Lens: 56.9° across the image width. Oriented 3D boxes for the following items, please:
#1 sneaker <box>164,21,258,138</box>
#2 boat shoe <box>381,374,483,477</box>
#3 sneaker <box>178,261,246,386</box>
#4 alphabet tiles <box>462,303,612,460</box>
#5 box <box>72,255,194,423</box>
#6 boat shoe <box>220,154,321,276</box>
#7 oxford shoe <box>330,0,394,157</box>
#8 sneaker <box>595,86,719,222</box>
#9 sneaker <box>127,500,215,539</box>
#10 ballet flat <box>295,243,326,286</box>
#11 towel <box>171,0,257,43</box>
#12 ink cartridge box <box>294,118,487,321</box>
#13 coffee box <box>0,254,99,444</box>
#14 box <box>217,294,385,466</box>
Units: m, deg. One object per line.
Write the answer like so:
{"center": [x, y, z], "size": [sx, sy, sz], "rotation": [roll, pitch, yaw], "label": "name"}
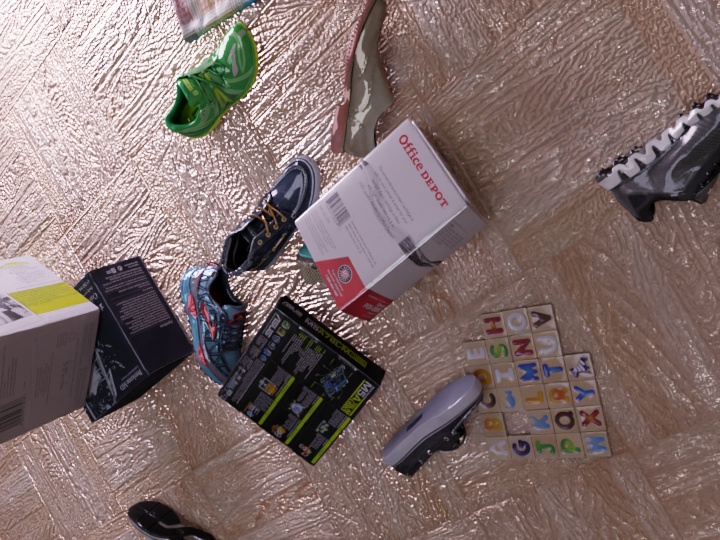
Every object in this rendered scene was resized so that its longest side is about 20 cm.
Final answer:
{"center": [-0.216, -0.266, 0.963], "size": [0.074, 0.083, 0.200], "rotation": [49, 119, 10], "label": "sneaker"}
{"center": [0.109, 0.223, 0.914], "size": [0.066, 0.070, 0.200], "rotation": [39, 117, -5], "label": "boat shoe"}
{"center": [-0.221, 0.087, 1.058], "size": [0.094, 0.079, 0.205], "rotation": [-18, 94, 29], "label": "sneaker"}
{"center": [0.223, 0.148, 0.862], "size": [0.164, 0.008, 0.206], "rotation": [-11, 97, 31], "label": "alphabet tiles"}
{"center": [-0.426, 0.119, 1.158], "size": [0.199, 0.123, 0.199], "rotation": [-36, 86, 31], "label": "box"}
{"center": [-0.129, -0.073, 0.957], "size": [0.071, 0.090, 0.202], "rotation": [40, 118, 14], "label": "boat shoe"}
{"center": [0.014, -0.247, 0.858], "size": [0.072, 0.071, 0.205], "rotation": [14, 114, 3], "label": "oxford shoe"}
{"center": [0.351, -0.121, 0.691], "size": [0.199, 0.066, 0.091], "rotation": [-38, 86, 35], "label": "sneaker"}
{"center": [-0.364, 0.527, 1.249], "size": [0.196, 0.075, 0.118], "rotation": [22, 110, 21], "label": "sneaker"}
{"center": [0.000, 0.000, 0.924], "size": [0.195, 0.068, 0.077], "rotation": [1, 123, 29], "label": "ballet flat"}
{"center": [-0.207, -0.438, 0.952], "size": [0.196, 0.022, 0.150], "rotation": [-17, 93, 32], "label": "towel"}
{"center": [0.036, -0.059, 0.822], "size": [0.199, 0.082, 0.149], "rotation": [-39, 61, 16], "label": "ink cartridge box"}
{"center": [-0.565, 0.121, 1.049], "size": [0.195, 0.199, 0.204], "rotation": [29, 114, 22], "label": "coffee box"}
{"center": [-0.092, 0.169, 0.995], "size": [0.191, 0.048, 0.202], "rotation": [34, 118, -4], "label": "box"}
